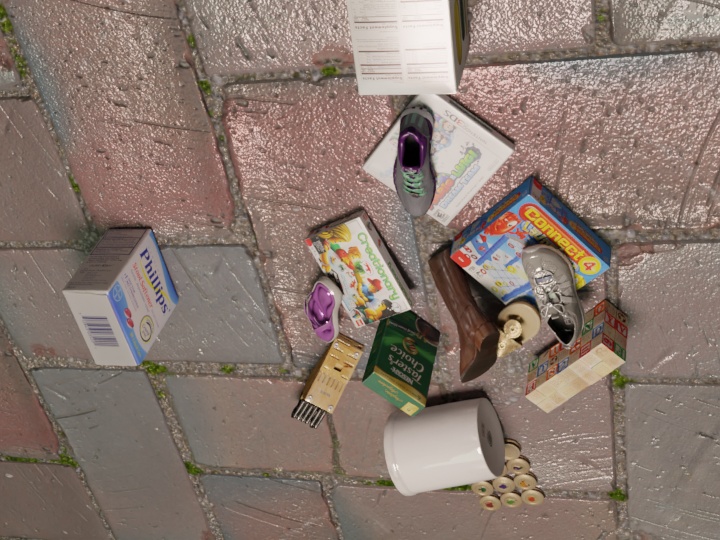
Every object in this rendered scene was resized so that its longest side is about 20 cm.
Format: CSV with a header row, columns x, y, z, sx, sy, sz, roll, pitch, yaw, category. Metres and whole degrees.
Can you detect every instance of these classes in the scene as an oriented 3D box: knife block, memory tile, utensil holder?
x,y,z,sx,sy,sz,roll,pitch,yaw,category
-0.073,0.228,2.015,0.064,0.176,0.202,27,86,-7,knife block
0.297,0.439,2.091,0.152,0.017,0.201,-13,122,26,memory tile
0.171,0.350,1.961,0.198,0.171,0.171,-14,123,23,utensil holder

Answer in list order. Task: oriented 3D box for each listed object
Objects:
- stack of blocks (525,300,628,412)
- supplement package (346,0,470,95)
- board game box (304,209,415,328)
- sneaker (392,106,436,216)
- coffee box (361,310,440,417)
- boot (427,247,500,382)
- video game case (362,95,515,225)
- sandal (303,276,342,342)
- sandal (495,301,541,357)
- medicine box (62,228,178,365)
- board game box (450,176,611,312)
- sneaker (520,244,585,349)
x,y,z,sx,sy,sz,roll,pitch,yaw,category
0.389,0.157,1.770,0.058,0.116,0.200,36,130,-13,stack of blocks
0.071,-0.378,1.413,0.149,0.152,0.202,2,128,15,supplement package
0.000,0.000,1.795,0.125,0.035,0.201,-21,109,30,board game box
0.080,-0.161,1.597,0.074,0.088,0.202,5,128,14,sneaker
0.079,0.160,1.811,0.122,0.201,0.044,36,129,-13,coffee box
0.174,0.079,1.759,0.064,0.201,0.187,-16,147,-23,boot
0.127,-0.188,1.633,0.181,0.024,0.200,33,130,-10,video game case
-0.080,0.079,1.863,0.082,0.050,0.203,41,151,21,sandal
0.258,0.131,1.772,0.077,0.070,0.212,32,152,-2,sandal
-0.455,0.049,1.885,0.102,0.201,0.184,0,128,19,medicine box
0.292,-0.031,1.688,0.199,0.056,0.196,38,129,-15,board game box
0.328,0.043,1.644,0.074,0.082,0.201,-19,120,29,sneaker
